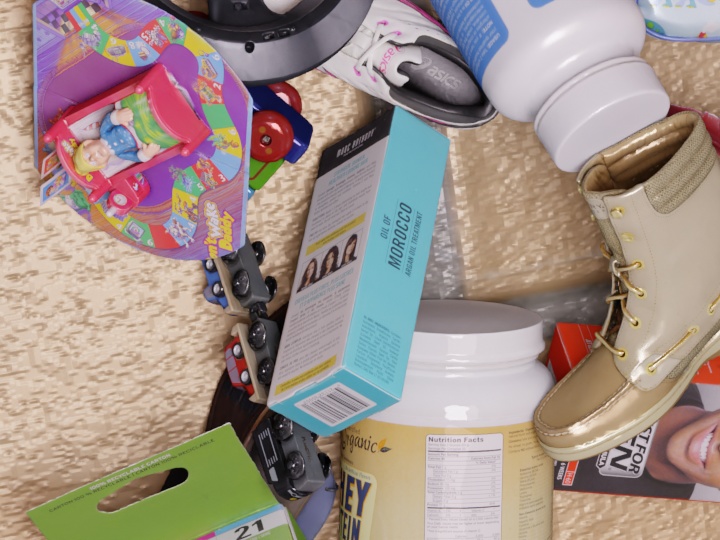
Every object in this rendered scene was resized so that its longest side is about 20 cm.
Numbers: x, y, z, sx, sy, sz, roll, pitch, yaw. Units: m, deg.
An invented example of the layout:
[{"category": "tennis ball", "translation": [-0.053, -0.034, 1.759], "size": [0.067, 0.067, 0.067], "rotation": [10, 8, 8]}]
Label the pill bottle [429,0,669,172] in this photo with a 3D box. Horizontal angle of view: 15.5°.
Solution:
[{"category": "pill bottle", "translation": [0.111, -0.165, 1.672], "size": [0.112, 0.112, 0.201], "rotation": [-25, 67, -6]}]

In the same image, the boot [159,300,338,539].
[{"category": "boot", "translation": [-0.051, 0.112, 1.765], "size": [0.097, 0.075, 0.200], "rotation": [32, 92, -34]}]

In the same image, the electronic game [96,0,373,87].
[{"category": "electronic game", "translation": [-0.084, -0.207, 1.666], "size": [0.199, 0.042, 0.201], "rotation": [6, 66, -13]}]

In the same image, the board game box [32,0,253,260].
[{"category": "board game box", "translation": [-0.146, -0.077, 1.643], "size": [0.157, 0.039, 0.201], "rotation": [23, 136, 17]}]

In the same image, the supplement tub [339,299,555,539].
[{"category": "supplement tub", "translation": [0.057, 0.127, 1.740], "size": [0.144, 0.144, 0.201], "rotation": [-1, 100, -12]}]

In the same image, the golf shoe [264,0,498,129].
[{"category": "golf shoe", "translation": [0.005, -0.153, 1.709], "size": [0.199, 0.092, 0.073], "rotation": [24, 96, -13]}]

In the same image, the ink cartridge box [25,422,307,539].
[{"category": "ink cartridge box", "translation": [-0.108, 0.203, 1.691], "size": [0.147, 0.076, 0.200], "rotation": [-23, 141, 4]}]

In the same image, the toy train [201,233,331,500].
[{"category": "toy train", "translation": [-0.064, 0.058, 1.706], "size": [0.034, 0.201, 0.046], "rotation": [11, 140, -42]}]

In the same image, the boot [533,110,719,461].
[{"category": "boot", "translation": [0.164, 0.010, 1.652], "size": [0.200, 0.073, 0.156], "rotation": [-38, 124, -5]}]

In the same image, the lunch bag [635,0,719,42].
[{"category": "lunch bag", "translation": [0.263, -0.232, 1.753], "size": [0.199, 0.082, 0.162], "rotation": [-3, 101, -11]}]

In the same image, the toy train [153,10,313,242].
[{"category": "toy train", "translation": [-0.138, -0.113, 1.700], "size": [0.200, 0.085, 0.116], "rotation": [39, 107, -10]}]

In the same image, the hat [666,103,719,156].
[{"category": "hat", "translation": [0.271, -0.063, 1.781], "size": [0.175, 0.166, 0.201], "rotation": [-12, 102, 15]}]

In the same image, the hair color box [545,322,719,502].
[{"category": "hair color box", "translation": [0.221, 0.099, 1.796], "size": [0.199, 0.061, 0.102], "rotation": [4, 123, -13]}]

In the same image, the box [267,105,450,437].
[{"category": "box", "translation": [0.000, 0.000, 1.682], "size": [0.049, 0.082, 0.201], "rotation": [30, 54, -26]}]
